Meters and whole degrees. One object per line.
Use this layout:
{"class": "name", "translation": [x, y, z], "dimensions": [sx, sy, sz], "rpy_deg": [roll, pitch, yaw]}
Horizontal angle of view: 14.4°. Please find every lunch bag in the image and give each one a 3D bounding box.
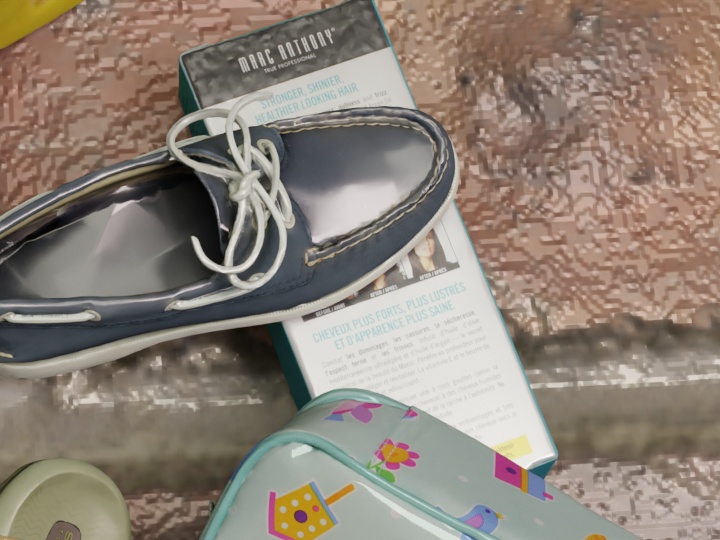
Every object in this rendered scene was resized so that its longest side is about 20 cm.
{"class": "lunch bag", "translation": [0.022, 0.146, 1.017], "dimensions": [0.200, 0.077, 0.161], "rpy_deg": [29, 112, 6]}

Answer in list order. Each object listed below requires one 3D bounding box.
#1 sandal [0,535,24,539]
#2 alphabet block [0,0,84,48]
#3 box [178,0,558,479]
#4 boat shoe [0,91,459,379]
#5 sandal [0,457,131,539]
{"class": "sandal", "translation": [-0.200, 0.115, 0.963], "dimensions": [0.211, 0.078, 0.070], "rpy_deg": [8, 77, 10]}
{"class": "alphabet block", "translation": [-0.121, -0.239, 1.093], "dimensions": [0.196, 0.195, 0.200], "rpy_deg": [-33, 77, -12]}
{"class": "box", "translation": [0.000, 0.000, 1.103], "dimensions": [0.082, 0.049, 0.201], "rpy_deg": [-19, 75, -11]}
{"class": "boat shoe", "translation": [-0.057, -0.019, 1.046], "dimensions": [0.199, 0.062, 0.075], "rpy_deg": [-15, 72, -7]}
{"class": "sandal", "translation": [-0.114, 0.163, 0.991], "dimensions": [0.080, 0.057, 0.202], "rpy_deg": [21, 72, -44]}
